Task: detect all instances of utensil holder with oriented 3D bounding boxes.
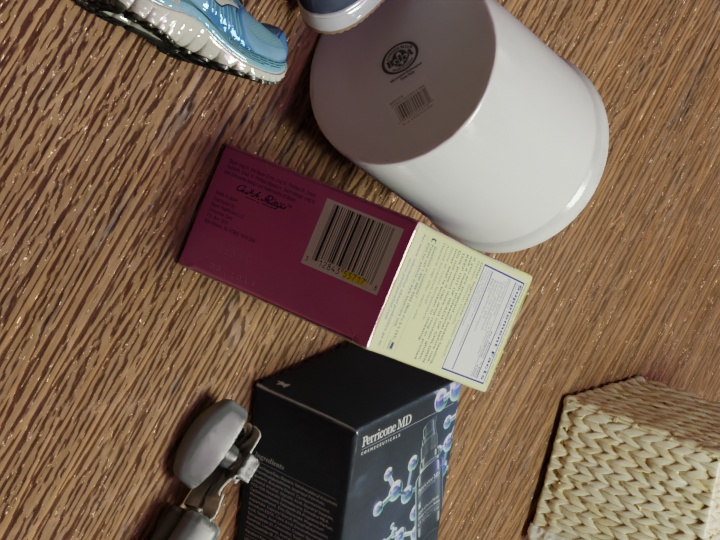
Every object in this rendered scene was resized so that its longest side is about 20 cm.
[{"bbox_3d":[0.075,-0.123,1.646,0.200,0.169,0.171,32,82,-56],"label":"utensil holder"}]

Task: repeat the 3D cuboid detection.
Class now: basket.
[{"bbox_3d":[0.310,0.220,2.200,0.198,0.199,0.162,-9,114,-56],"label":"basket"}]

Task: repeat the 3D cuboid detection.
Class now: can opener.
[{"bbox_3d":[-0.140,0.192,1.631,0.066,0.053,0.201,36,73,-23],"label":"can opener"}]

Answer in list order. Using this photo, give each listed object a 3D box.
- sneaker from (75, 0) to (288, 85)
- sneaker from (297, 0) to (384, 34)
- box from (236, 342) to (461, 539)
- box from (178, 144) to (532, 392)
[{"bbox_3d":[-0.100,-0.183,1.418,0.200,0.078,0.091,26,84,-60],"label":"sneaker"},{"bbox_3d":[0.018,-0.272,1.552,0.200,0.070,0.109,-50,147,-22],"label":"sneaker"},{"bbox_3d":[-0.012,0.177,1.754,0.148,0.107,0.201,-22,126,-50],"label":"box"},{"bbox_3d":[0.000,0.000,1.591,0.200,0.175,0.097,24,89,-59],"label":"box"}]
